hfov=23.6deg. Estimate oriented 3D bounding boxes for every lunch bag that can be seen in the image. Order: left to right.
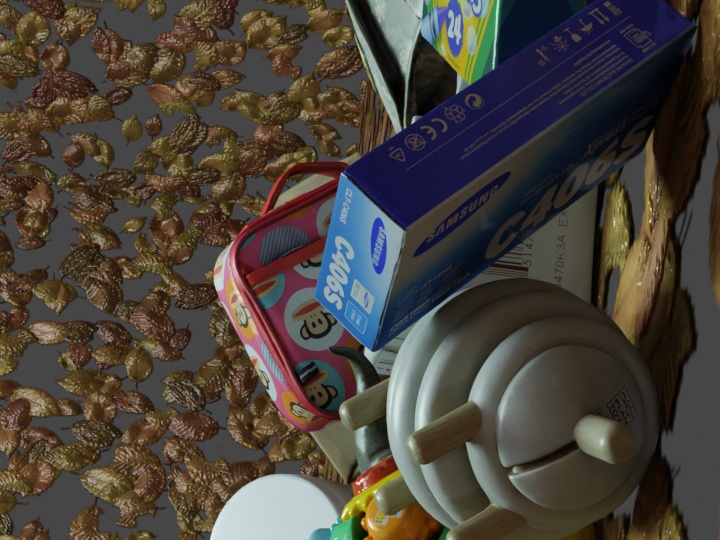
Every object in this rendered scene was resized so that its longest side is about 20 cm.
[{"bbox_3d":[0.000,0.000,1.230,0.177,0.199,0.082,60,157,5],"label":"lunch bag"},{"bbox_3d":[0.053,-0.198,1.286,0.165,0.116,0.201,-110,32,-44],"label":"lunch bag"}]

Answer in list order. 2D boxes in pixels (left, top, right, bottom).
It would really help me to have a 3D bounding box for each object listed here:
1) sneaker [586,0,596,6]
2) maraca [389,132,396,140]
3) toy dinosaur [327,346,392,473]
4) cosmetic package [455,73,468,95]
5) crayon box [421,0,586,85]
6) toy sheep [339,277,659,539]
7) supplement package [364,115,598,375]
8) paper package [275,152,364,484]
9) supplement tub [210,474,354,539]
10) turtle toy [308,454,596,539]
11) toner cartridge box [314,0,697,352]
[{"bbox_3d":[0.138,-0.240,0.899,0.114,0.072,0.203,115,151,-68],"label":"sneaker"},{"bbox_3d":[0.069,-0.085,1.382,0.137,0.106,0.202,166,122,-80],"label":"maraca"},{"bbox_3d":[0.048,0.124,1.076,0.103,0.199,0.077,-50,27,6],"label":"toy dinosaur"},{"bbox_3d":[0.110,-0.204,1.085,0.107,0.089,0.201,106,174,-46],"label":"cosmetic package"},{"bbox_3d":[0.077,-0.199,0.894,0.126,0.051,0.202,-122,32,-60],"label":"crayon box"},{"bbox_3d":[0.073,0.069,0.811,0.200,0.136,0.140,-157,74,-66],"label":"toy sheep"},{"bbox_3d":[0.071,-0.005,1.070,0.200,0.116,0.119,113,162,-76],"label":"supplement package"},{"bbox_3d":[-0.001,0.039,1.439,0.191,0.103,0.201,55,-156,-23],"label":"paper package"},{"bbox_3d":[-0.022,0.240,1.402,0.200,0.130,0.134,29,-115,-61],"label":"supplement tub"},{"bbox_3d":[0.050,0.138,0.931,0.102,0.199,0.146,58,142,5],"label":"turtle toy"},{"bbox_3d":[0.069,-0.052,0.802,0.199,0.043,0.095,-36,-24,-29],"label":"toner cartridge box"}]
